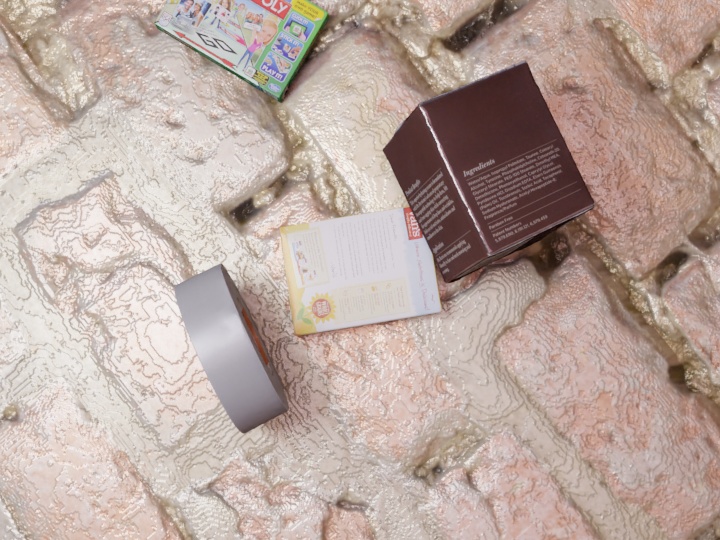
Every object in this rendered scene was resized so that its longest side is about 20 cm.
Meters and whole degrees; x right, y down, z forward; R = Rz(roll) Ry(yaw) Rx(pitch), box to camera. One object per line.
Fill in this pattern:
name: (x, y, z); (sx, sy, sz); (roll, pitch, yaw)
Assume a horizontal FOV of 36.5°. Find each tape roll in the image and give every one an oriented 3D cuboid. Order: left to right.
tape roll: (-0.158, 0.096, 1.348); (0.065, 0.200, 0.203); (-25, 86, -2)

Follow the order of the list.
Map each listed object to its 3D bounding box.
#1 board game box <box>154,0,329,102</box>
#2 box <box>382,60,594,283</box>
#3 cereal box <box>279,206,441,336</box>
board game box: (-0.159, -0.336, 1.470); (0.198, 0.029, 0.136); (30, 87, 2)
box: (0.156, -0.118, 1.367); (0.162, 0.166, 0.203); (-24, 85, -18)
cereal box: (0.000, 0.000, 1.437); (0.196, 0.040, 0.147); (-8, 85, -1)
